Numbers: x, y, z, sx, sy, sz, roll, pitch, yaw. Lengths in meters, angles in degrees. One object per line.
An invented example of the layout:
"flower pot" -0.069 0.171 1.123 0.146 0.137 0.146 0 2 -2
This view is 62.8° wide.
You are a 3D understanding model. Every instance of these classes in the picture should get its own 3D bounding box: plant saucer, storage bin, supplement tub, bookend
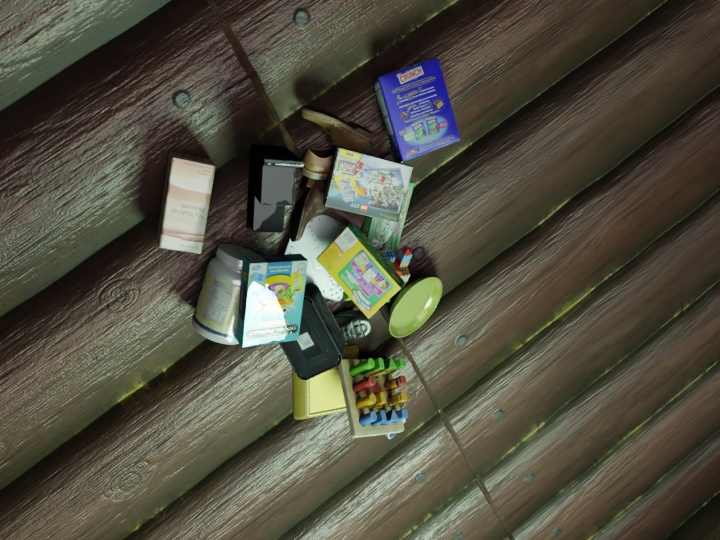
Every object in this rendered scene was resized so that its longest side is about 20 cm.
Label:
"plant saucer" -0.091 0.325 1.655 0.193 0.048 0.207 -6 111 -19
"storage bin" -0.135 0.156 1.507 0.132 0.094 0.205 -24 103 14
"supplement tub" -0.312 0.055 1.415 0.141 0.145 0.206 15 103 -25
"plant saucer" 0.146 0.095 1.639 0.197 0.031 0.204 -30 142 -26
"bookend" -0.199 -0.169 1.349 0.089 0.200 0.206 0 109 -20

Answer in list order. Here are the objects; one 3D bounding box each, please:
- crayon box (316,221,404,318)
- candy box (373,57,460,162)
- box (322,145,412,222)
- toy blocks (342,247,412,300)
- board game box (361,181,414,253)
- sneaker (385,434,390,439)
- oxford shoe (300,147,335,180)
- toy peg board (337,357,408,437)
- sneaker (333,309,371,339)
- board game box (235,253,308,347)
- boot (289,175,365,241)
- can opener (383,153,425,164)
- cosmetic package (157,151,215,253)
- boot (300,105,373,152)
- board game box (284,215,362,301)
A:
"crayon box" 0.000 0.000 1.448 0.118 0.058 0.201 -41 93 21
"candy box" 0.137 -0.391 1.448 0.164 0.077 0.207 -20 100 -12
"box" 0.017 -0.206 1.420 0.193 0.038 0.141 11 106 -19
"toy blocks" 0.054 0.004 1.532 0.193 0.102 0.138 -8 147 -20
"board game box" 0.065 -0.135 1.530 0.132 0.029 0.207 -4 114 -47
"sneaker" 0.051 0.420 1.730 0.081 0.115 0.198 -49 147 4
"oxford shoe" -0.046 -0.259 1.434 0.193 0.072 0.073 1 128 -27
"toy peg board" 0.055 0.329 1.593 0.196 0.206 0.097 9 150 -44
"sneaker" -0.063 0.157 1.596 0.193 0.080 0.077 -13 120 6
"board game box" -0.205 0.068 1.370 0.147 0.047 0.207 -4 113 -33
"boot" -0.070 -0.128 1.467 0.196 0.063 0.193 24 74 -30
"can opener" 0.107 -0.286 1.522 0.196 0.053 0.067 -33 152 -6
"cosmetic package" -0.397 -0.154 1.339 0.100 0.087 0.207 6 107 -24
"boot" -0.063 -0.333 1.422 0.195 0.074 0.077 19 112 -28
"board game box" -0.103 -0.041 1.531 0.195 0.026 0.206 17 101 -26
